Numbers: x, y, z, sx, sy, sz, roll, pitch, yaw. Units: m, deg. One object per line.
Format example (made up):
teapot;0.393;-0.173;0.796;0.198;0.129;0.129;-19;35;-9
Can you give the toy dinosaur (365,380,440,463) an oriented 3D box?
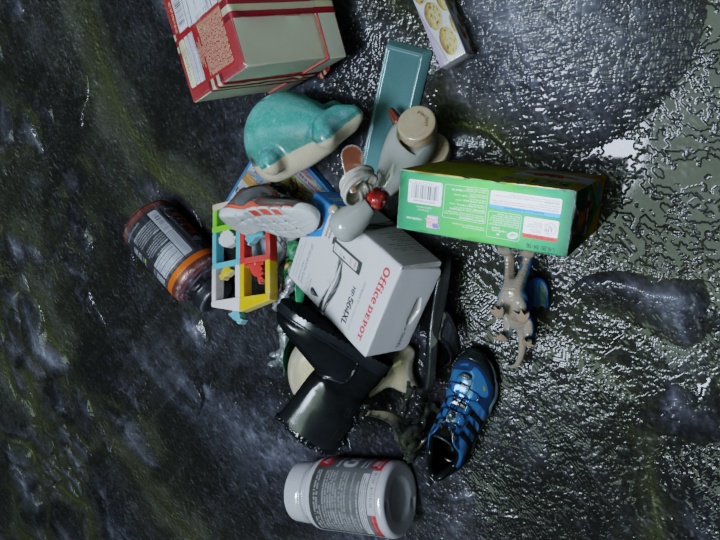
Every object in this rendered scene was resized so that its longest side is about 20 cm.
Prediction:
toy dinosaur;0.071;0.218;0.918;0.047;0.089;0.201;23;157;36

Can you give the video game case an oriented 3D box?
video game case;-0.142;-0.107;1.016;0.143;0.018;0.200;49;123;12

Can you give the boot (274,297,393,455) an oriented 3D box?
boot;-0.066;0.154;0.890;0.197;0.073;0.164;32;100;-8

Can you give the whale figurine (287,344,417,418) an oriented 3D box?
whale figurine;-0.011;0.149;0.975;0.197;0.104;0.162;-5;101;8

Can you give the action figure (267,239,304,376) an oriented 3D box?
action figure;-0.115;0.051;1.004;0.054;0.118;0.203;8;101;-8

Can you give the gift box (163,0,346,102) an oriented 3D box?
gift box;-0.145;-0.341;0.856;0.199;0.185;0.187;2;108;52

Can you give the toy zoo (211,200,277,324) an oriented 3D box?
toy zoo;-0.186;-0.016;1.005;0.130;0.020;0.203;-9;78;34

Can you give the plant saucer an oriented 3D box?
plant saucer;0.043;-0.208;0.872;0.069;0.019;0.203;24;114;24

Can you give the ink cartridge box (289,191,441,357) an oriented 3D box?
ink cartridge box;0.000;0.000;0.886;0.200;0.084;0.147;42;122;37

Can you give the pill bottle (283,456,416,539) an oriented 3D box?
pill bottle;-0.019;0.360;1.015;0.198;0.114;0.116;-8;100;33

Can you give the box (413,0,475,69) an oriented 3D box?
box;0.085;-0.354;0.789;0.041;0.039;0.202;-21;92;33

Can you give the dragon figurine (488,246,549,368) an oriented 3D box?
dragon figurine;0.207;0.041;0.810;0.058;0.100;0.201;6;140;30

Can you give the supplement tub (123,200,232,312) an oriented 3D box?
supplement tub;-0.311;-0.021;1.094;0.200;0.107;0.107;45;122;13

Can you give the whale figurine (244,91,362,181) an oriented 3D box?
whale figurine;-0.084;-0.195;0.853;0.199;0.159;0.104;1;129;57

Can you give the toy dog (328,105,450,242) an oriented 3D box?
toy dog;0.024;-0.139;0.812;0.096;0.199;0.133;44;158;28

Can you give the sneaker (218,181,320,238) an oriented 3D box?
sneaker;-0.130;-0.101;0.917;0.198;0.077;0.083;6;63;41

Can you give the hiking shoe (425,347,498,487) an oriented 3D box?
hiking shoe;0.142;0.208;0.886;0.074;0.086;0.203;18;113;26

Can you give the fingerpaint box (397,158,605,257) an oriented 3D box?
fingerpaint box;0.167;-0.080;0.740;0.198;0.166;0.074;12;109;28

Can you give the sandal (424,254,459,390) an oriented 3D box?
sandal;0.118;0.079;0.878;0.047;0.075;0.203;7;108;4
